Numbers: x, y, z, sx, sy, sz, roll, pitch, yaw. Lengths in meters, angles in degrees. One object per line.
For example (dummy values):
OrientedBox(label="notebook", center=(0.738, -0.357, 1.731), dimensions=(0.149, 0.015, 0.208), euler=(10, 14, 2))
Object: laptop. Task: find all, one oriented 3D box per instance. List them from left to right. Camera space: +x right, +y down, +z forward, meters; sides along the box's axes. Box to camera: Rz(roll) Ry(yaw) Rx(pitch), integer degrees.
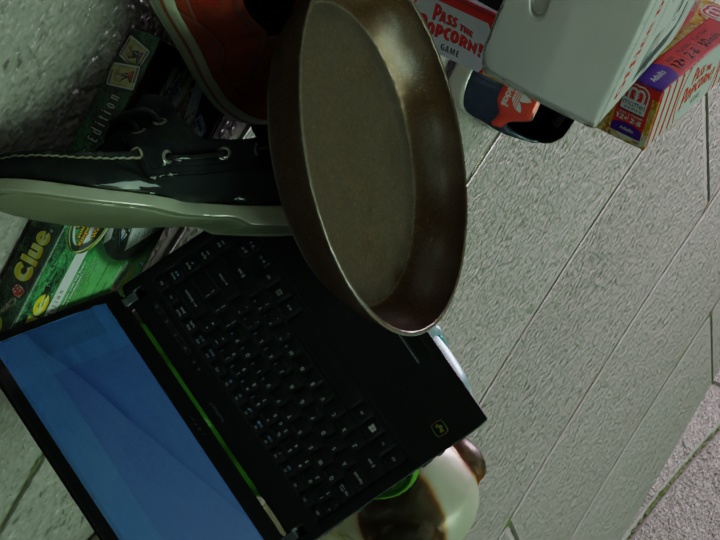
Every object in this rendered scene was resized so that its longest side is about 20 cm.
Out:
OrientedBox(label="laptop", center=(-0.061, 0.059, 0.965), dimensions=(0.200, 0.177, 0.103), euler=(-34, 173, -4))

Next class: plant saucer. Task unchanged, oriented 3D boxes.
OrientedBox(label="plant saucer", center=(0.002, -0.063, 0.972), dimensions=(0.200, 0.034, 0.200), euler=(32, 53, -57))

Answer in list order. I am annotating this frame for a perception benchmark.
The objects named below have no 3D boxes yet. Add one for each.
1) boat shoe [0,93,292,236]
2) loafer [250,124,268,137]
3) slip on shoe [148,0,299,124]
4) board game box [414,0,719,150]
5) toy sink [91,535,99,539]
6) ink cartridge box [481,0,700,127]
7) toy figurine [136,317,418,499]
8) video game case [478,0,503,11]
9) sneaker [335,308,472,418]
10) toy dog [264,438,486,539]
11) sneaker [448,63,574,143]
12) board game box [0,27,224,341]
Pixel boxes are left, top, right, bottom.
OrientedBox(label="boat shoe", center=(-0.098, -0.056, 0.935), dimensions=(0.199, 0.074, 0.066), euler=(3, 83, -31))
OrientedBox(label="loafer", center=(-0.014, -0.161, 1.085), dimensions=(0.070, 0.068, 0.201), euler=(24, 106, -32))
OrientedBox(label="slip on shoe", center=(-0.059, -0.131, 0.975), dimensions=(0.200, 0.061, 0.074), euler=(55, 31, -66))
OrientedBox(label="board game box", center=(0.138, -0.165, 1.236), dimensions=(0.151, 0.200, 0.046), euler=(-39, 149, -49))
OrientedBox(label="toy sink", center=(-0.125, 0.234, 1.234), dimensions=(0.200, 0.112, 0.130), euler=(-47, 156, -37))
OrientedBox(label="ink cartridge box", center=(0.164, -0.195, 1.112), dimensions=(0.200, 0.085, 0.146), euler=(-43, 160, -51))
OrientedBox(label="toy figurine", center=(-0.028, 0.029, 1.138), dimensions=(0.150, 0.200, 0.184), euler=(89, 22, -45))
OrientedBox(label="video game case", center=(0.138, -0.272, 1.071), dimensions=(0.200, 0.025, 0.181), euler=(-53, 169, -34))
OrientedBox(label="sneaker", center=(0.000, 0.000, 1.049), dimensions=(0.074, 0.200, 0.082), euler=(-21, 152, -48))
OrientedBox(label="toy dog", center=(0.005, 0.183, 1.319), dimensions=(0.140, 0.194, 0.200), euler=(-41, 175, -38))
OrientedBox(label="sneaker", center=(0.136, -0.130, 1.443), dimensions=(0.200, 0.084, 0.075), euler=(-8, 123, -66))
OrientedBox(label="board game box", center=(-0.139, -0.026, 0.997), dimensions=(0.200, 0.023, 0.105), euler=(-62, 161, 0))
